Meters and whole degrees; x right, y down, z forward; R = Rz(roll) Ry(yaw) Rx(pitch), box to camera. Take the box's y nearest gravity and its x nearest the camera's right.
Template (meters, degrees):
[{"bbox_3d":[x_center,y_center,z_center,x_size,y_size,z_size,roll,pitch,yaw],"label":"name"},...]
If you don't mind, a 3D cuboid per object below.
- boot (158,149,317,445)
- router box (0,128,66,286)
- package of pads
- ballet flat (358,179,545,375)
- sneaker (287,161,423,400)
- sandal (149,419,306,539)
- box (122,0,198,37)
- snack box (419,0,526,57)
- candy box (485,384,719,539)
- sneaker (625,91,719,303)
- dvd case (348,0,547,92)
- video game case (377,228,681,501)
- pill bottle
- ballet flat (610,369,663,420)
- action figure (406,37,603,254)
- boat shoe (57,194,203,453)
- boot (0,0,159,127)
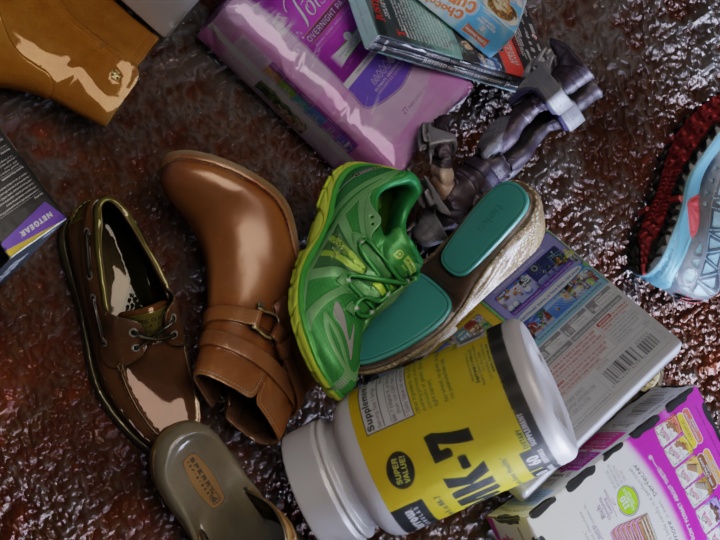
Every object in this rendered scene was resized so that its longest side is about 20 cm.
[{"bbox_3d":[-0.099,0.021,1.637,0.200,0.076,0.156,48,50,-26],"label":"boot"},{"bbox_3d":[-0.292,-0.059,1.509,0.052,0.200,0.158,-37,93,-27],"label":"router box"},{"bbox_3d":[-0.018,-0.167,1.739,0.200,0.076,0.121,43,59,-8],"label":"package of pads"},{"bbox_3d":[0.070,0.017,1.689,0.200,0.065,0.071,-42,54,2],"label":"ballet flat"},{"bbox_3d":[0.000,0.000,1.626,0.074,0.083,0.201,51,42,-48],"label":"sneaker"},{"bbox_3d":[-0.080,0.195,1.604,0.080,0.054,0.201,-43,109,-26],"label":"sandal"},{"bbox_3d":[-0.109,-0.305,1.677,0.106,0.152,0.200,41,52,-9],"label":"box"},{"bbox_3d":[0.049,-0.269,1.749,0.200,0.037,0.117,38,37,-13],"label":"snack box"},{"bbox_3d":[0.211,0.198,1.732,0.199,0.061,0.137,-33,102,-30],"label":"candy box"},{"bbox_3d":[0.298,-0.062,1.864,0.095,0.079,0.201,35,72,-22],"label":"sneaker"},{"bbox_3d":[0.064,-0.218,1.766,0.199,0.022,0.147,12,49,-41],"label":"dvd case"},{"bbox_3d":[0.125,0.061,1.731,0.182,0.022,0.200,41,60,17],"label":"video game case"},{"bbox_3d":[0.050,0.126,1.616,0.199,0.114,0.115,-25,85,10],"label":"pill bottle"},{"bbox_3d":[0.169,0.102,1.761,0.199,0.046,0.068,-16,82,-28],"label":"ballet flat"},{"bbox_3d":[0.106,-0.088,1.731,0.200,0.069,0.130,-46,141,-6],"label":"action figure"},{"bbox_3d":[-0.167,0.042,1.612,0.072,0.068,0.201,-24,87,-30],"label":"boat shoe"},{"bbox_3d":[-0.247,-0.151,1.628,0.144,0.071,0.202,39,56,-2],"label":"boot"}]
